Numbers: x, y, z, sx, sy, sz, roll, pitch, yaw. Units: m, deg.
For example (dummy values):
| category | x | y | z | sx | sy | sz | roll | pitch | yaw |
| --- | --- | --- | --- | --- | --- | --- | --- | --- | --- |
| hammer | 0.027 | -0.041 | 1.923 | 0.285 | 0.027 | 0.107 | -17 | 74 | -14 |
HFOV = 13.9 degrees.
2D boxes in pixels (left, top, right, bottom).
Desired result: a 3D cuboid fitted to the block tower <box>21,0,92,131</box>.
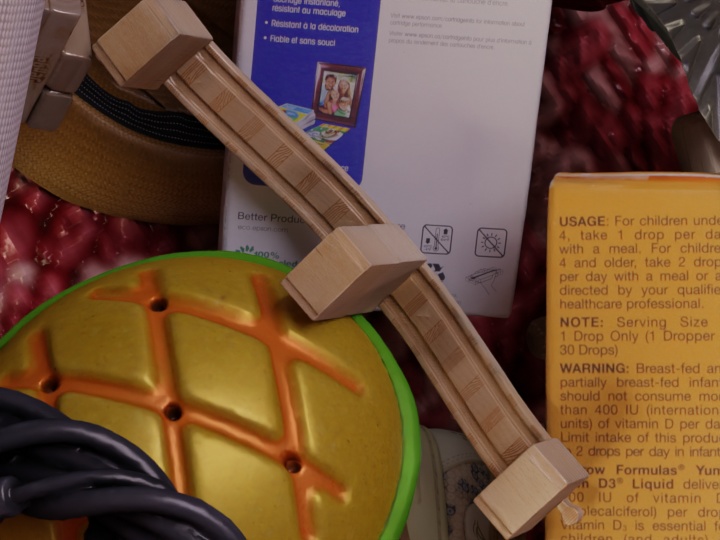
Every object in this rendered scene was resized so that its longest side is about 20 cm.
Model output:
| category | x | y | z | sx | sy | sz | roll | pitch | yaw |
| --- | --- | --- | --- | --- | --- | --- | --- | --- | --- |
| block tower | -0.177 | -0.095 | 0.870 | 0.199 | 0.054 | 0.058 | 9 | 49 | -25 |

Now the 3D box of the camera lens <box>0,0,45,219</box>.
| category | x | y | z | sx | sy | sz | roll | pitch | yaw |
| --- | --- | --- | --- | --- | --- | --- | --- | --- | --- |
| camera lens | -0.168 | -0.037 | 0.757 | 0.159 | 0.160 | 0.201 | 8 | 99 | -25 |

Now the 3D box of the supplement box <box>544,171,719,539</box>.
| category | x | y | z | sx | sy | sz | roll | pitch | yaw |
| --- | --- | --- | --- | --- | --- | --- | --- | --- | --- |
| supplement box | 0.093 | 0.070 | 0.912 | 0.068 | 0.067 | 0.201 | -2 | 89 | 14 |

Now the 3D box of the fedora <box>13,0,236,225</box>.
| category | x | y | z | sx | sy | sz | roll | pitch | yaw |
| --- | --- | --- | --- | --- | --- | --- | --- | --- | --- |
| fedora | -0.058 | -0.114 | 0.978 | 0.200 | 0.201 | 0.082 | 27 | 20 | -15 |

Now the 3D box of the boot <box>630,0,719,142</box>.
| category | x | y | z | sx | sy | sz | roll | pitch | yaw |
| --- | --- | --- | --- | --- | --- | --- | --- | --- | --- |
| boot | 0.156 | -0.052 | 0.971 | 0.165 | 0.066 | 0.200 | 59 | 11 | 30 |

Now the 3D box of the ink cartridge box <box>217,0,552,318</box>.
| category | x | y | z | sx | sy | sz | roll | pitch | yaw |
| --- | --- | --- | --- | --- | --- | --- | --- | --- | --- |
| ink cartridge box | 0.010 | -0.084 | 0.930 | 0.099 | 0.201 | 0.039 | 5 | 25 | -5 |

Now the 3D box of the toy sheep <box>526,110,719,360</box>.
| category | x | y | z | sx | sy | sz | roll | pitch | yaw |
| --- | --- | --- | --- | --- | --- | --- | --- | --- | --- |
| toy sheep | 0.133 | 0.045 | 0.999 | 0.137 | 0.138 | 0.201 | -13 | 92 | -33 |

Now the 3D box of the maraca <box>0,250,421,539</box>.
| category | x | y | z | sx | sy | sz | roll | pitch | yaw |
| --- | --- | --- | --- | --- | --- | --- | --- | --- | --- |
| maraca | -0.073 | 0.074 | 0.887 | 0.200 | 0.107 | 0.137 | -37 | 69 | -18 |

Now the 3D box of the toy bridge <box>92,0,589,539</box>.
| category | x | y | z | sx | sy | sz | roll | pitch | yaw |
| --- | --- | --- | --- | --- | --- | --- | --- | --- | --- |
| toy bridge | 0.000 | 0.000 | 0.893 | 0.200 | 0.027 | 0.067 | 49 | 13 | 10 |

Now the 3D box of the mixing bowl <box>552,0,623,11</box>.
| category | x | y | z | sx | sy | sz | roll | pitch | yaw |
| --- | --- | --- | --- | --- | --- | --- | --- | --- | --- |
| mixing bowl | 0.057 | -0.156 | 1.038 | 0.199 | 0.200 | 0.109 | 16 | 89 | -21 |

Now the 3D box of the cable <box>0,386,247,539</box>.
| category | x | y | z | sx | sy | sz | roll | pitch | yaw |
| --- | --- | --- | --- | --- | --- | --- | --- | --- | --- |
| cable | -0.120 | 0.108 | 0.816 | 0.199 | 0.051 | 0.164 | 31 | 88 | 24 |

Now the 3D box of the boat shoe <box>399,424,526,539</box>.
| category | x | y | z | sx | sy | sz | roll | pitch | yaw |
| --- | --- | --- | --- | --- | --- | --- | --- | --- | --- |
| boat shoe | 0.033 | 0.139 | 0.929 | 0.062 | 0.073 | 0.201 | 8 | 62 | -22 |
